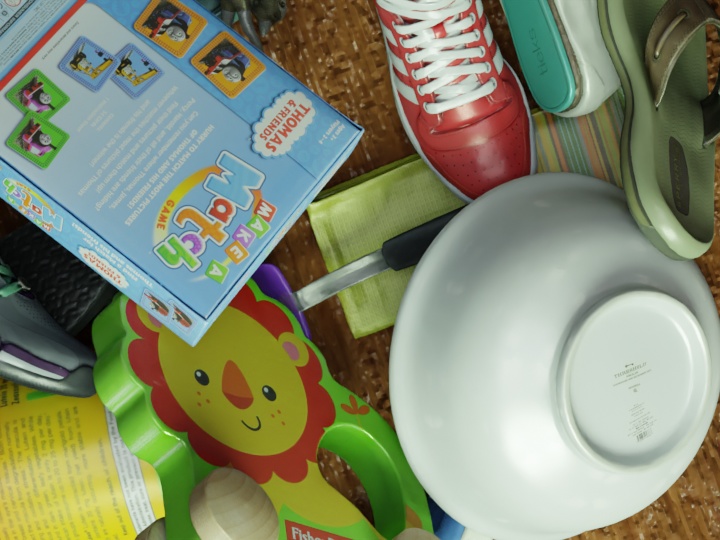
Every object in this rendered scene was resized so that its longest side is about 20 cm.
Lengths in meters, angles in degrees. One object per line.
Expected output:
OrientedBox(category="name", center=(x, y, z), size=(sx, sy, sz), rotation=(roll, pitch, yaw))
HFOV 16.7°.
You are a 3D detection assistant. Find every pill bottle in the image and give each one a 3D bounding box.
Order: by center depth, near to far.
OrientedBox(category="pill bottle", center=(-0.182, 0.110, 1.329), size=(0.198, 0.111, 0.112), rotation=(-13, 93, 1))

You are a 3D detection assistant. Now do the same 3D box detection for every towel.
OrientedBox(category="towel", center=(0.074, -0.035, 1.364), size=(0.199, 0.018, 0.087), rotation=(-21, 92, 2))

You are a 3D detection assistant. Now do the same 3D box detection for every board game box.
OrientedBox(category="board game box", center=(-0.119, -0.078, 1.265), size=(0.199, 0.037, 0.152), rotation=(37, 58, 2))

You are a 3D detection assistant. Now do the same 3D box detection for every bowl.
OrientedBox(category="bowl", center=(0.121, 0.052, 1.291), size=(0.200, 0.090, 0.203), rotation=(-4, 98, -28))

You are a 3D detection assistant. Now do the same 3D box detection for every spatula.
OrientedBox(category="spatula", center=(0.000, 0.000, 1.343), size=(0.199, 0.021, 0.057), rotation=(-24, 99, 14))

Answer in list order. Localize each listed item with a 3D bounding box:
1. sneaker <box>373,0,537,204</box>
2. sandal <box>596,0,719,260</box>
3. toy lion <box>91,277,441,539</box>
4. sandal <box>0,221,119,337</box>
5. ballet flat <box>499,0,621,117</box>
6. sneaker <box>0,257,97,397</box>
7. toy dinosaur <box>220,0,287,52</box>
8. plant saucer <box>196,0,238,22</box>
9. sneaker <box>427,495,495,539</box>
OrientedBox(category="sneaker", center=(0.044, -0.129, 1.302), size=(0.071, 0.112, 0.201), rotation=(-21, 87, -2))
OrientedBox(category="sandal", center=(0.174, -0.103, 1.303), size=(0.057, 0.079, 0.203), rotation=(-26, 59, 40))
OrientedBox(category="toy lion", center=(-0.049, 0.088, 1.271), size=(0.199, 0.193, 0.069), rotation=(22, 134, -34))
OrientedBox(category="sandal", center=(-0.143, -0.010, 1.348), size=(0.200, 0.048, 0.075), rotation=(-41, 58, -6))
OrientedBox(category="ballet flat", center=(0.097, -0.183, 1.335), size=(0.069, 0.069, 0.201), rotation=(-20, 93, 2))
OrientedBox(category="sneaker", center=(-0.212, -0.007, 1.265), size=(0.199, 0.074, 0.088), rotation=(26, 88, 0))
OrientedBox(category="toy dinosaur", center=(-0.110, -0.208, 1.310), size=(0.199, 0.077, 0.103), rotation=(32, 76, -8))
OrientedBox(category="plant saucer", center=(-0.141, -0.210, 1.356), size=(0.070, 0.019, 0.201), rotation=(-34, 94, 2))
OrientedBox(category="sneaker", center=(-0.017, 0.175, 1.348), size=(0.111, 0.077, 0.200), rotation=(35, 100, -11))
